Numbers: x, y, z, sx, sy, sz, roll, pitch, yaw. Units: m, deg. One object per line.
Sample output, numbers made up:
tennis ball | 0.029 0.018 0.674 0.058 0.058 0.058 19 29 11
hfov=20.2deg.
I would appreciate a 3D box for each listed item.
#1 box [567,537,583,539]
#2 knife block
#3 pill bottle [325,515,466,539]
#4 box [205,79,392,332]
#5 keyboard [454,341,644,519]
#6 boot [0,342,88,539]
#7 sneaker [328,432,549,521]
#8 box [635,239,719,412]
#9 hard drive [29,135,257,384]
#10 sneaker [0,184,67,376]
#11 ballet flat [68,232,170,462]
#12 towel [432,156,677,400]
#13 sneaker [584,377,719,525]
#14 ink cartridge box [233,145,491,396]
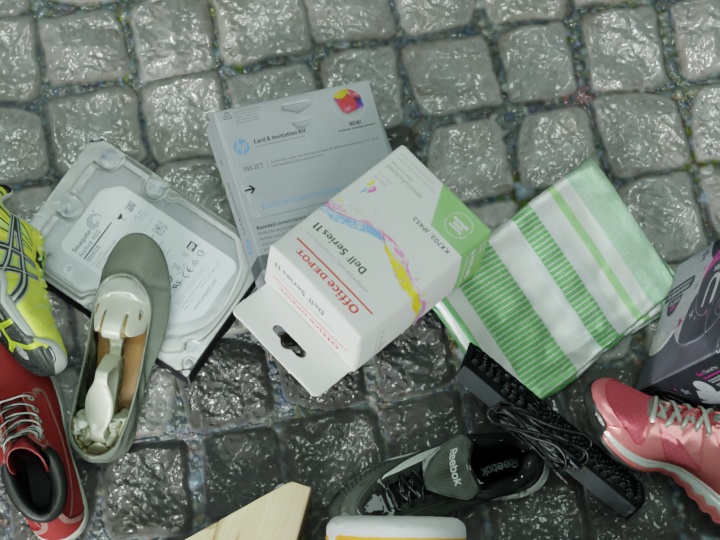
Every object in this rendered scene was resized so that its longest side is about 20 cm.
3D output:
box | 0.243 0.303 1.632 0.198 0.197 0.118 10 73 2
knife block | -0.094 0.298 1.696 0.199 0.064 0.176 -28 77 -9
pill bottle | 0.027 0.298 1.619 0.115 0.116 0.202 1 85 -1
box | -0.035 -0.059 1.793 0.155 0.041 0.201 -14 75 -21
keyboard | 0.169 0.132 1.710 0.200 0.104 0.040 38 112 -4
boot | -0.287 0.124 1.702 0.072 0.144 0.201 -22 74 -5
sneaker | 0.068 0.176 1.720 0.198 0.091 0.067 -15 74 -5
box | 0.328 0.049 1.695 0.114 0.200 0.133 23 74 -7
hard drive | -0.194 -0.011 1.798 0.199 0.038 0.140 34 76 9
sneaker | -0.296 0.001 1.730 0.076 0.076 0.201 -25 67 -21
ballet flat | -0.206 0.068 1.729 0.067 0.064 0.202 11 94 10
towel | 0.172 0.018 1.787 0.199 0.023 0.153 -36 90 -11
sneaker | 0.283 0.139 1.717 0.199 0.087 0.074 33 34 -7
ink cartridge box | 0.000 0.000 1.712 0.200 0.067 0.117 -39 73 -24
